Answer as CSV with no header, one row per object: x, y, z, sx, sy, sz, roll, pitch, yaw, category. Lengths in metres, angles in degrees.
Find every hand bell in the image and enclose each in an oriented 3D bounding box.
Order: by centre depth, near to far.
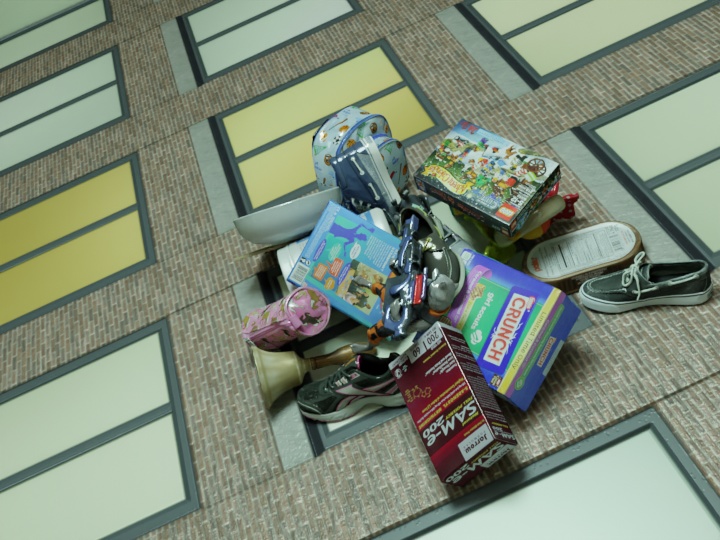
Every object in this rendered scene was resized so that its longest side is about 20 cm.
-0.070,0.148,1.626,0.197,0.105,0.105,-15,37,-7,hand bell

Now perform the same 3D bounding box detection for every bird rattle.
0.282,-0.078,1.653,0.198,0.114,0.163,-23,0,-7,bird rattle

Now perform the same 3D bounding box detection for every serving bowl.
-0.122,-0.089,1.779,0.197,0.067,0.200,-18,5,2,serving bowl

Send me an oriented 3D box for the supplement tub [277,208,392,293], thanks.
-0.031,-0.013,1.739,0.197,0.133,0.133,-21,38,1,supplement tub

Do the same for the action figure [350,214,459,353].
0.070,0.030,1.495,0.192,0.104,0.203,-14,54,47,action figure

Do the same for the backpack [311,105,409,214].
-0.005,-0.204,1.899,0.153,0.192,0.200,14,50,38,backpack

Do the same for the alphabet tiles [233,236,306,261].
-0.117,-0.057,1.848,0.197,0.008,0.167,-17,4,17,alphabet tiles

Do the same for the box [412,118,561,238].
0.202,-0.151,1.612,0.199,0.038,0.137,31,70,32,box

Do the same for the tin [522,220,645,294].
0.359,-0.022,1.626,0.197,0.042,0.113,-17,34,9,tin

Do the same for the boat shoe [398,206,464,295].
0.104,-0.028,1.550,0.072,0.060,0.202,-46,32,17,boat shoe

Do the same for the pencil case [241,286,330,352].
-0.124,0.083,1.648,0.199,0.082,0.088,-25,46,57,pencil case

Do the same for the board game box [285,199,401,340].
0.000,0.000,1.648,0.198,0.045,0.153,30,87,6,board game box

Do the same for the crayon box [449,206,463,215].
0.214,-0.141,1.742,0.124,0.052,0.200,-22,1,3,crayon box

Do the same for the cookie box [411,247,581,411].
0.198,0.083,1.486,0.199,0.075,0.173,27,85,45,cookie box

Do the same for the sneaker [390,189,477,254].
0.110,-0.076,1.706,0.077,0.141,0.199,-38,30,-21,sneaker

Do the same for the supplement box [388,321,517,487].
0.126,0.186,1.408,0.109,0.061,0.201,-43,51,23,supplement box

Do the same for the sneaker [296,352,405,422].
-0.009,0.167,1.554,0.197,0.087,0.081,-16,37,12,sneaker

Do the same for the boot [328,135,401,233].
0.017,-0.136,1.806,0.089,0.202,0.073,-27,23,-2,boot

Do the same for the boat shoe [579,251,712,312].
0.427,0.016,1.519,0.197,0.069,0.074,-1,43,27,boat shoe
